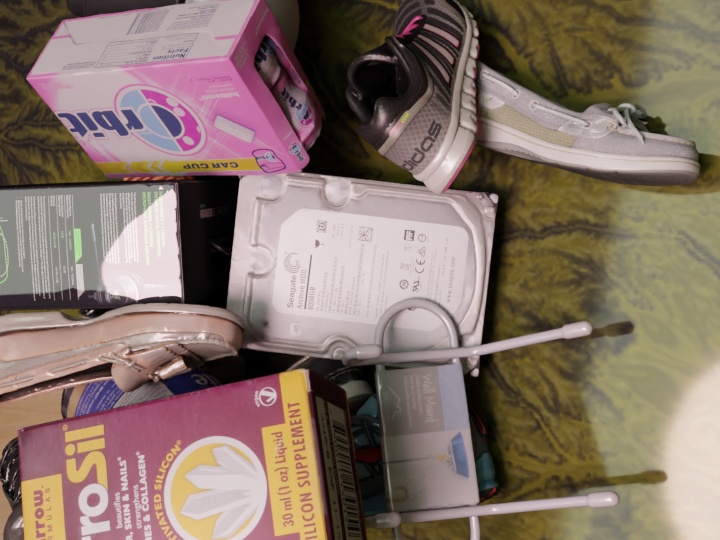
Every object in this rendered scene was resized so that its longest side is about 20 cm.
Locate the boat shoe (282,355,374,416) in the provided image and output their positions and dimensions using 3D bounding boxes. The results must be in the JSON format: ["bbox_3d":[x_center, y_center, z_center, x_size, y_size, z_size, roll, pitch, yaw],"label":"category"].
[{"bbox_3d":[-0.075,0.129,0.913,0.200,0.074,0.061,-41,62,28],"label":"boat shoe"}]

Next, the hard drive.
[{"bbox_3d":[0.000,0.000,0.846,0.198,0.038,0.141,7,91,5],"label":"hard drive"}]

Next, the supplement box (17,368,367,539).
[{"bbox_3d":[-0.104,0.149,0.710,0.198,0.103,0.132,-13,74,11],"label":"supplement box"}]

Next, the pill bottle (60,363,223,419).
[{"bbox_3d":[-0.130,0.138,0.841,0.199,0.111,0.113,37,106,32],"label":"pill bottle"}]

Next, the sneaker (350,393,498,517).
[{"bbox_3d":[0.010,0.147,0.869,0.198,0.079,0.097,-12,76,20],"label":"sneaker"}]

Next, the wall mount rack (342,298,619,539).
[{"bbox_3d":[0.078,0.110,0.773,0.172,0.075,0.202,-5,78,-7],"label":"wall mount rack"}]

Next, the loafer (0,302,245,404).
[{"bbox_3d":[-0.178,0.065,0.801,0.198,0.072,0.064,-3,65,14],"label":"loafer"}]

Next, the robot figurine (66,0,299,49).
[{"bbox_3d":[-0.145,-0.210,0.910,0.198,0.150,0.126,18,111,27],"label":"robot figurine"}]

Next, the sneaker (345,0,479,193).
[{"bbox_3d":[0.034,-0.149,0.812,0.074,0.087,0.201,-44,32,40],"label":"sneaker"}]

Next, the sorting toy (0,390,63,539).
[{"bbox_3d":[-0.305,0.206,1.050,0.198,0.069,0.201,-1,87,31],"label":"sorting toy"}]

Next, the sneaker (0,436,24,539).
[{"bbox_3d":[-0.241,0.166,0.841,0.091,0.200,0.076,41,87,-2],"label":"sneaker"}]

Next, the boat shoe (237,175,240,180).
[{"bbox_3d":[-0.051,-0.051,0.912,0.067,0.072,0.201,-26,83,-5],"label":"boat shoe"}]

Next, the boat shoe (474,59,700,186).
[{"bbox_3d":[0.148,-0.105,0.792,0.201,0.074,0.065,20,98,38],"label":"boat shoe"}]

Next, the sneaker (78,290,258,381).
[{"bbox_3d":[-0.172,0.055,0.975,0.199,0.074,0.080,11,128,36],"label":"sneaker"}]

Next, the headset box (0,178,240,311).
[{"bbox_3d":[-0.195,-0.024,0.880,0.198,0.174,0.094,-2,95,9],"label":"headset box"}]

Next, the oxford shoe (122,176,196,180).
[{"bbox_3d":[-0.179,-0.090,0.996,0.071,0.073,0.202,-20,95,9],"label":"oxford shoe"}]

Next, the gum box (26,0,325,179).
[{"bbox_3d":[-0.131,-0.131,0.824,0.198,0.114,0.067,1,54,30],"label":"gum box"}]
